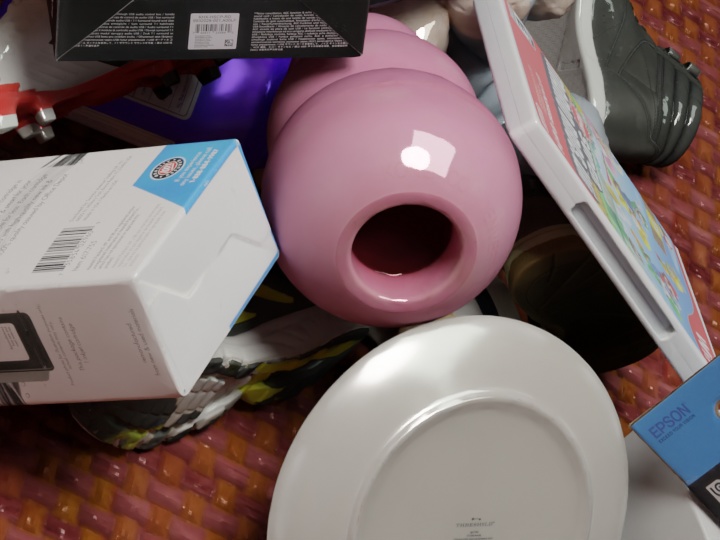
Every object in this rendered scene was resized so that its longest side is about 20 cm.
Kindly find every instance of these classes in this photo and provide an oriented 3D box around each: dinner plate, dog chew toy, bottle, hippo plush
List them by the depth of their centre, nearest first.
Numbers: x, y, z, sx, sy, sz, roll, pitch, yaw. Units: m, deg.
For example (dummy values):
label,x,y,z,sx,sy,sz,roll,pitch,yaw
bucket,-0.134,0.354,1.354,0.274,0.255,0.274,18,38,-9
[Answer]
label,x,y,z,sx,sy,sz,roll,pitch,yaw
dinner plate,0.049,0.121,1.205,0.200,0.200,0.024,15,7,-30
dog chew toy,0.008,-0.060,1.233,0.124,0.125,0.200,24,25,-22
bottle,-0.094,-0.101,1.323,0.200,0.065,0.084,21,66,-15
hippo plush,0.049,-0.088,1.409,0.159,0.200,0.161,-27,102,-34

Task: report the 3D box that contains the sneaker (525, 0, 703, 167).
label,x,y,z,sx,sy,sz,roll,pitch,yaw
sneaker,0.160,-0.146,1.587,0.099,0.071,0.200,17,54,-31

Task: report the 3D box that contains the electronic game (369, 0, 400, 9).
label,x,y,z,sx,sy,sz,roll,pitch,yaw
electronic game,0.012,-0.183,1.365,0.200,0.200,0.042,-50,130,-49

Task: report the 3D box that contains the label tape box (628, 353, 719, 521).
label,x,y,z,sx,sy,sz,roll,pitch,yaw
label tape box,0.253,0.099,1.221,0.200,0.144,0.063,47,40,1

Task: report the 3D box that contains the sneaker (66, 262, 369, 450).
label,x,y,z,sx,sy,sz,roll,pitch,yaw
sneaker,-0.085,0.030,1.249,0.200,0.074,0.085,-9,58,-53

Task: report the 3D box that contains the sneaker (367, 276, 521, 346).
label,x,y,z,sx,sy,sz,roll,pitch,yaw
sneaker,0.057,0.092,1.314,0.080,0.076,0.200,-4,54,-29

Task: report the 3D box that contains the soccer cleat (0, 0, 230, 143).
label,x,y,z,sx,sy,sz,roll,pitch,yaw
soccer cleat,-0.154,-0.112,1.236,0.200,0.069,0.085,-21,81,-23

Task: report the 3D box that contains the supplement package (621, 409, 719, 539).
label,x,y,z,sx,sy,sz,roll,pitch,yaw
supplement package,0.192,0.185,1.302,0.117,0.117,0.200,2,57,-38

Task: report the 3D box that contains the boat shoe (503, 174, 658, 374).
label,x,y,z,sx,sy,sz,roll,pitch,yaw
boat shoe,0.118,0.003,1.361,0.200,0.073,0.065,56,17,-66

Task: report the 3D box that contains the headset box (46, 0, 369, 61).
label,x,y,z,sx,sy,sz,roll,pitch,yaw
headset box,-0.083,-0.189,1.224,0.148,0.075,0.200,-1,41,-11

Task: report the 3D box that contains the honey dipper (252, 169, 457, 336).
label,x,y,z,sx,sy,sz,roll,pitch,yaw
honey dipper,0.000,0.000,1.318,0.038,0.038,0.200,-5,38,-41

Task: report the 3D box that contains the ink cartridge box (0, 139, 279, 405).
label,x,y,z,sx,sy,sz,roll,pitch,yaw
ink cartridge box,-0.153,0.004,1.159,0.116,0.200,0.068,-57,136,-49

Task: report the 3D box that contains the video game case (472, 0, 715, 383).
label,x,y,z,sx,sy,sz,roll,pitch,yaw
video game case,0.123,-0.038,1.294,0.200,0.017,0.143,52,15,-30
